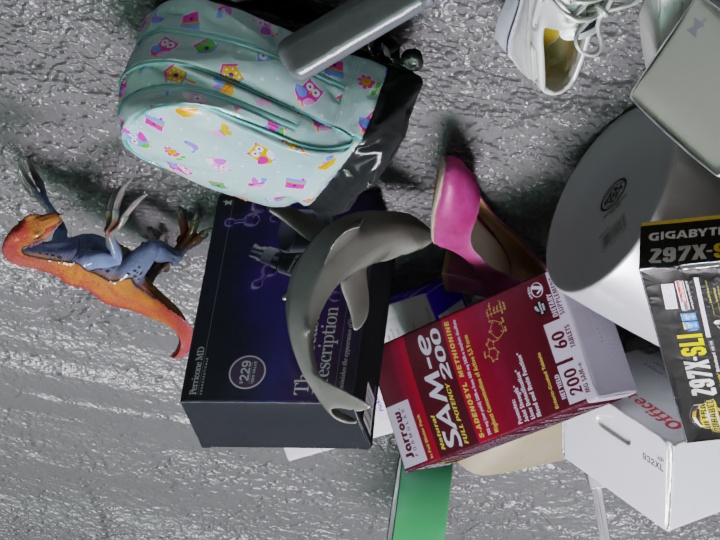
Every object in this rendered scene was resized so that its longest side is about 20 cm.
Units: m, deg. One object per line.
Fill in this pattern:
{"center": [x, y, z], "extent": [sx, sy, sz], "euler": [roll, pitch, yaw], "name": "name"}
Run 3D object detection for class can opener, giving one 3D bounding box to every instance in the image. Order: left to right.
{"center": [0.028, -0.200, 1.470], "extent": [0.200, 0.053, 0.066], "euler": [-34, 91, 16], "name": "can opener"}

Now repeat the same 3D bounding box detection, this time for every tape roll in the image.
{"center": [0.050, 0.244, 2.002], "extent": [0.048, 0.201, 0.200], "euler": [7, 145, 0], "name": "tape roll"}

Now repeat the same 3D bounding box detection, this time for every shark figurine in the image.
{"center": [-0.016, 0.007, 1.626], "extent": [0.128, 0.215, 0.090], "euler": [30, 140, -10], "name": "shark figurine"}

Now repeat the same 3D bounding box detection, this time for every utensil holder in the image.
{"center": [0.264, -0.013, 1.623], "extent": [0.200, 0.170, 0.170], "euler": [27, 141, -21], "name": "utensil holder"}

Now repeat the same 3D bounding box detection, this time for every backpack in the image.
{"center": [-0.074, -0.122, 1.571], "extent": [0.200, 0.127, 0.167], "euler": [22, 147, -13], "name": "backpack"}

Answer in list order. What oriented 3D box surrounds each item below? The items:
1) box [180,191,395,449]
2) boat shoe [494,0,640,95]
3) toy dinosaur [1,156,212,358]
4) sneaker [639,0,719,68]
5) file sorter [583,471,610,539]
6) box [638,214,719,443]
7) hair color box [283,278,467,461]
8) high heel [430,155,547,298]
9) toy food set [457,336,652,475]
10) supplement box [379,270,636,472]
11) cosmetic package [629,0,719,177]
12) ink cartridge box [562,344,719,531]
{"center": [-0.055, 0.039, 1.729], "extent": [0.141, 0.200, 0.079], "euler": [-2, 145, 14], "name": "box"}
{"center": [0.143, -0.183, 1.449], "extent": [0.075, 0.086, 0.202], "euler": [-22, 155, -22], "name": "boat shoe"}
{"center": [-0.205, -0.007, 1.738], "extent": [0.105, 0.200, 0.181], "euler": [-13, -174, 43], "name": "toy dinosaur"}
{"center": [0.237, -0.178, 1.467], "extent": [0.088, 0.075, 0.200], "euler": [-12, 137, -4], "name": "sneaker"}
{"center": [0.272, 0.214, 1.878], "extent": [0.139, 0.125, 0.200], "euler": [-10, 180, 4], "name": "file sorter"}
{"center": [0.291, 0.040, 1.515], "extent": [0.160, 0.049, 0.200], "euler": [-5, 137, 18], "name": "box"}
{"center": [0.009, 0.085, 1.862], "extent": [0.200, 0.065, 0.109], "euler": [-18, 97, 31], "name": "hair color box"}
{"center": [0.108, -0.028, 1.712], "extent": [0.096, 0.067, 0.200], "euler": [6, 148, 11], "name": "high heel"}
{"center": [0.185, 0.108, 1.850], "extent": [0.200, 0.060, 0.144], "euler": [-9, 155, -30], "name": "toy food set"}
{"center": [0.109, 0.079, 1.708], "extent": [0.200, 0.109, 0.061], "euler": [-26, 166, 38], "name": "supplement box"}
{"center": [0.289, -0.105, 1.460], "extent": [0.200, 0.103, 0.087], "euler": [14, 118, -46], "name": "cosmetic package"}
{"center": [0.282, 0.118, 1.737], "extent": [0.200, 0.145, 0.084], "euler": [-15, 118, -27], "name": "ink cartridge box"}
